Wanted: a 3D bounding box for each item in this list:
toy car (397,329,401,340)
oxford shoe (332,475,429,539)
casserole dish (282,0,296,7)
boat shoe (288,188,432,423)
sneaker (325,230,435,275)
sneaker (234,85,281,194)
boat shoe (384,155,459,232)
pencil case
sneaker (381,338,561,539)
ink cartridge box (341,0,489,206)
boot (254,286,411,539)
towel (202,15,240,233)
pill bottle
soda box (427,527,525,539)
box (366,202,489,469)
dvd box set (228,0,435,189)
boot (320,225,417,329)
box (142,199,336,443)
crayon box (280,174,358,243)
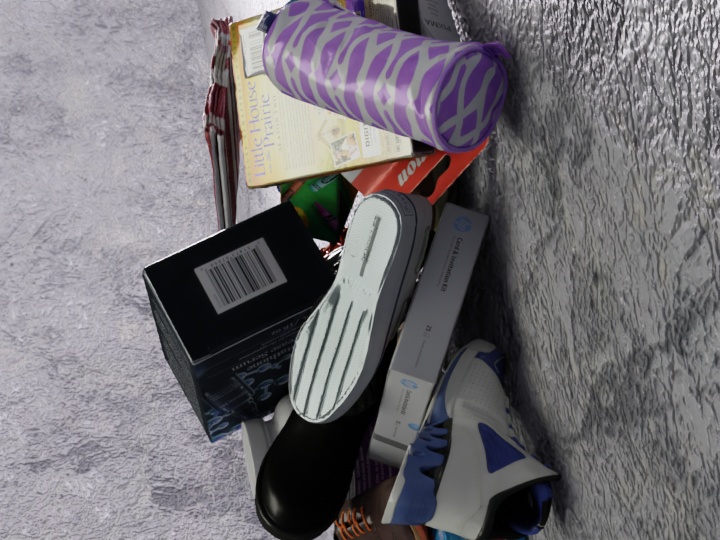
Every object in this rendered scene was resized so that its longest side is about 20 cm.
[{"bbox_3d":[-0.009,0.151,1.608,0.200,0.150,0.176,132,129,-78],"label":"toy car"},{"bbox_3d":[0.015,0.222,1.334,0.200,0.072,0.071,104,154,-69],"label":"oxford shoe"},{"bbox_3d":[-0.029,-0.207,1.535,0.039,0.121,0.200,53,156,31],"label":"casserole dish"},{"bbox_3d":[0.009,0.031,1.202,0.074,0.067,0.200,38,116,30],"label":"boat shoe"},{"bbox_3d":[0.002,0.003,1.396,0.200,0.104,0.060,-29,93,41],"label":"sneaker"},{"bbox_3d":[-0.078,-0.142,1.504,0.200,0.078,0.075,87,-160,-57],"label":"sneaker"},{"bbox_3d":[0.033,-0.105,1.345,0.200,0.074,0.076,-106,11,-52],"label":"boat shoe"},{"bbox_3d":[0.016,-0.149,1.145,0.200,0.086,0.084,26,171,39],"label":"pencil case"},{"bbox_3d":[0.095,0.145,1.162,0.199,0.115,0.081,-58,-10,-56],"label":"sneaker"},{"bbox_3d":[0.021,-0.135,1.254,0.162,0.050,0.200,-47,41,39],"label":"ink cartridge box"},{"bbox_3d":[-0.026,0.110,1.297,0.158,0.079,0.211,102,-171,-57],"label":"boot"},{"bbox_3d":[-0.128,-0.127,1.435,0.200,0.023,0.144,-92,0,-51],"label":"towel"},{"bbox_3d":[-0.007,0.161,1.438,0.112,0.199,0.113,171,90,-80],"label":"pill bottle"},{"bbox_3d":[0.087,0.225,1.342,0.200,0.068,0.064,143,116,-80],"label":"soda box"},{"bbox_3d":[0.054,0.059,1.272,0.200,0.041,0.156,98,-169,-62],"label":"box"},{"bbox_3d":[-0.027,-0.151,1.260,0.200,0.029,0.147,-8,88,45],"label":"dvd box set"},{"bbox_3d":[0.006,-0.025,1.494,0.075,0.107,0.200,-102,11,-57],"label":"boot"},{"bbox_3d":[-0.102,0.051,1.408,0.107,0.148,0.200,59,167,22],"label":"box"},{"bbox_3d":[-0.019,-0.140,1.430,0.119,0.058,0.200,92,-166,-51],"label":"crayon box"}]
